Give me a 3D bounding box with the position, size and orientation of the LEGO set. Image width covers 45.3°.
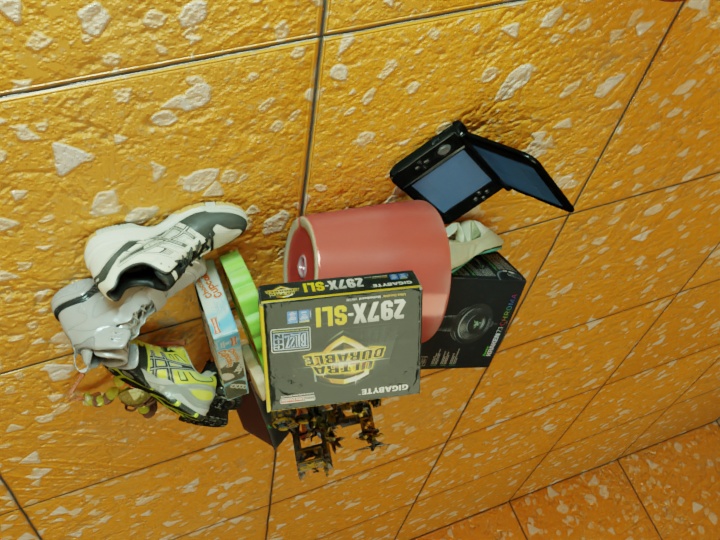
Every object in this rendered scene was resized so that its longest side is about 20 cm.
[{"bbox_3d":[-0.050,0.271,1.432,0.198,0.117,0.154,-11,150,-3],"label":"LEGO set"}]

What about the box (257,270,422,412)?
[{"bbox_3d":[-0.024,0.088,1.070,0.198,0.049,0.161,-5,117,-9],"label":"box"}]

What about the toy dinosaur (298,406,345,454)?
[{"bbox_3d":[-0.099,0.282,1.649,0.199,0.106,0.181,-25,134,26],"label":"toy dinosaur"}]

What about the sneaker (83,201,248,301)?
[{"bbox_3d":[-0.223,-0.017,1.032,0.198,0.088,0.076,-18,150,-16],"label":"sneaker"}]

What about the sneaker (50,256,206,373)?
[{"bbox_3d":[-0.277,0.053,1.076,0.198,0.116,0.075,-20,152,-10],"label":"sneaker"}]

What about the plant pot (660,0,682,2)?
[{"bbox_3d":[0.255,-0.350,0.735,0.199,0.196,0.201,-19,152,-11],"label":"plant pot"}]

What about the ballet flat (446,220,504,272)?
[{"bbox_3d":[0.159,-0.044,1.304,0.069,0.070,0.199,-45,168,33],"label":"ballet flat"}]

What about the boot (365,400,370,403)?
[{"bbox_3d":[-0.037,0.153,1.373,0.201,0.155,0.077,-53,167,23],"label":"boot"}]

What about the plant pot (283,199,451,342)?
[{"bbox_3d":[0.000,0.000,1.153,0.176,0.202,0.201,1,144,-22],"label":"plant pot"}]

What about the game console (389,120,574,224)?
[{"bbox_3d":[0.165,-0.106,1.162,0.175,0.117,0.200,-34,150,15],"label":"game console"}]

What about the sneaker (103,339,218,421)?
[{"bbox_3d":[-0.289,0.133,1.216,0.200,0.077,0.075,41,153,-27],"label":"sneaker"}]

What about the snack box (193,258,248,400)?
[{"bbox_3d":[-0.194,0.087,1.199,0.037,0.117,0.201,-17,151,-13],"label":"snack box"}]

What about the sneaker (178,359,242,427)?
[{"bbox_3d":[-0.231,0.190,1.366,0.075,0.092,0.200,16,147,-25],"label":"sneaker"}]

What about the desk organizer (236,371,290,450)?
[{"bbox_3d":[-0.171,0.209,1.465,0.072,0.077,0.201,-48,147,-31],"label":"desk organizer"}]

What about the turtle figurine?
[{"bbox_3d":[-0.323,0.177,1.303,0.199,0.065,0.161,-28,152,4],"label":"turtle figurine"}]

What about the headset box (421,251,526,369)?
[{"bbox_3d":[0.136,0.061,1.374,0.198,0.093,0.175,3,120,-32],"label":"headset box"}]

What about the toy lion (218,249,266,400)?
[{"bbox_3d":[-0.146,0.064,1.166,0.068,0.193,0.200,-22,-168,-10],"label":"toy lion"}]
